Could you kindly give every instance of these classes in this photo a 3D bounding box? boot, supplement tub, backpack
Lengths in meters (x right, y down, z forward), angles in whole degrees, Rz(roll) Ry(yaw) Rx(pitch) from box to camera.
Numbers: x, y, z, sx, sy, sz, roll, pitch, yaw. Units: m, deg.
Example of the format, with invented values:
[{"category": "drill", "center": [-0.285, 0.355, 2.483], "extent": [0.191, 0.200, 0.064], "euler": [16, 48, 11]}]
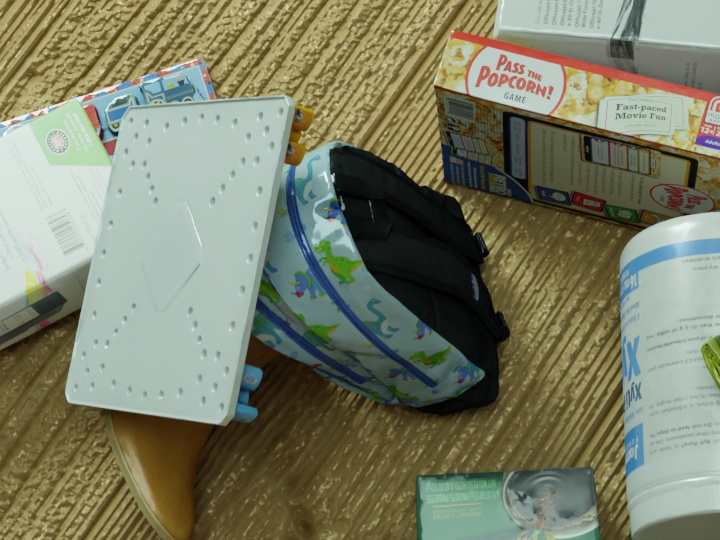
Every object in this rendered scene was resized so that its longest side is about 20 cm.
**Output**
[{"category": "boot", "center": [-0.098, 0.073, 1.536], "extent": [0.144, 0.071, 0.202], "euler": [-24, 60, 6]}, {"category": "supplement tub", "center": [0.233, 0.076, 1.481], "extent": [0.131, 0.132, 0.201], "euler": [0, 67, 5]}, {"category": "backpack", "center": [0.000, 0.000, 1.494], "extent": [0.153, 0.200, 0.164], "euler": [-15, 68, 10]}]

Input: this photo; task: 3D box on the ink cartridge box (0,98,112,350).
[{"category": "ink cartridge box", "center": [-0.252, -0.015, 1.576], "extent": [0.199, 0.067, 0.117], "euler": [-27, 68, -5]}]

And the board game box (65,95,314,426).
[{"category": "board game box", "center": [-0.109, -0.007, 1.449], "extent": [0.026, 0.200, 0.201], "euler": [15, 83, -35]}]

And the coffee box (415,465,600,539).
[{"category": "coffee box", "center": [0.100, 0.228, 1.477], "extent": [0.122, 0.044, 0.201], "euler": [-3, 68, 3]}]

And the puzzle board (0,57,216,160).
[{"category": "puzzle board", "center": [-0.185, -0.057, 1.632], "extent": [0.199, 0.017, 0.151], "euler": [-18, 68, -2]}]

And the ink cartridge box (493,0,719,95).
[{"category": "ink cartridge box", "center": [0.195, -0.154, 1.568], "extent": [0.199, 0.145, 0.084], "euler": [6, 68, 7]}]

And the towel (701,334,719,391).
[{"category": "towel", "center": [0.298, 0.049, 1.440], "extent": [0.200, 0.018, 0.086], "euler": [-24, 85, -35]}]

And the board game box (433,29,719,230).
[{"category": "board game box", "center": [0.152, -0.084, 1.542], "extent": [0.199, 0.152, 0.046], "euler": [15, 70, 10]}]
